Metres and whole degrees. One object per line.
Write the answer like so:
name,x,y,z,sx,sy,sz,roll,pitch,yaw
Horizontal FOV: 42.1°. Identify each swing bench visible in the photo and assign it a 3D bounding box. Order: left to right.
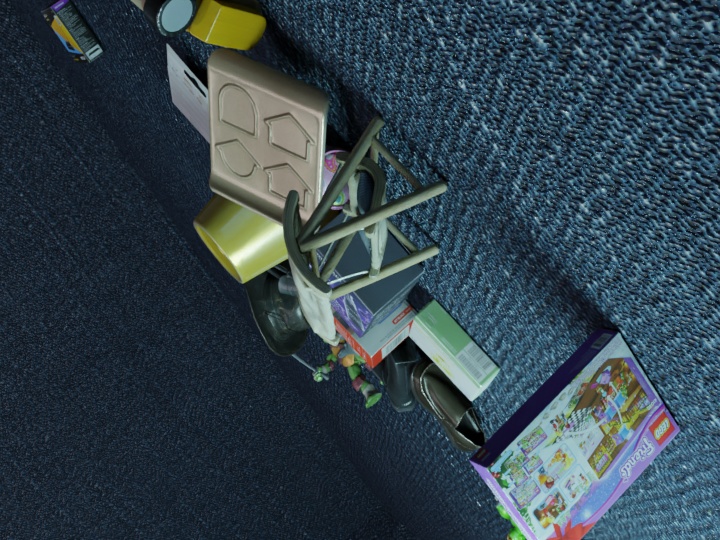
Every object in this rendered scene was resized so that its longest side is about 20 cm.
swing bench,-0.011,-0.040,1.129,0.130,0.200,0.199,45,166,15

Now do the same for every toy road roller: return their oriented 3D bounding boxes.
toy road roller,-0.188,-0.357,1.099,0.123,0.147,0.199,43,-158,25

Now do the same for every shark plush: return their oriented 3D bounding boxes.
shark plush,-0.014,0.114,1.713,0.082,0.092,0.200,15,169,-6

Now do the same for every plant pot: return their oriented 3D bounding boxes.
plant pot,-0.161,-0.087,1.526,0.201,0.189,0.201,46,167,14

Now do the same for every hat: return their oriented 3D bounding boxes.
hat,-0.129,0.054,1.746,0.080,0.202,0.202,-15,123,30

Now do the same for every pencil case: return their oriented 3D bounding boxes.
pencil case,-0.066,-0.134,1.324,0.088,0.087,0.200,54,167,-18

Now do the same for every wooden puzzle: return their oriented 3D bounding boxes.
wooden puzzle,-0.115,-0.166,1.197,0.184,0.046,0.202,26,129,23

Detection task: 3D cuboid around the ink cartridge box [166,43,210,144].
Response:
ink cartridge box,-0.272,-0.300,1.642,0.160,0.047,0.200,49,161,9

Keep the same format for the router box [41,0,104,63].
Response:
router box,-0.691,-0.573,2.243,0.150,0.051,0.200,58,165,-23

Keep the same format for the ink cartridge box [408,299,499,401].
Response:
ink cartridge box,0.139,0.137,1.459,0.146,0.048,0.200,47,164,13

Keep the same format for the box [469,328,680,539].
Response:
box,0.221,0.177,0.953,0.137,0.200,0.039,54,164,-16

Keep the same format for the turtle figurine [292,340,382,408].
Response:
turtle figurine,-0.034,0.187,1.955,0.193,0.144,0.200,40,168,21

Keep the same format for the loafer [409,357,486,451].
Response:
loafer,0.161,0.231,1.616,0.201,0.073,0.071,52,155,-19

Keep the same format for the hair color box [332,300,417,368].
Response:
hair color box,-0.008,0.048,1.556,0.200,0.111,0.064,45,165,19

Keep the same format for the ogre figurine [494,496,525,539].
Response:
ogre figurine,0.311,0.453,1.663,0.120,0.098,0.201,38,-166,-41

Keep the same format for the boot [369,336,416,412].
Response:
boot,0.055,0.148,1.713,0.166,0.065,0.201,59,169,31

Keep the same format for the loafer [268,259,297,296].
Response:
loafer,-0.112,0.020,1.656,0.200,0.070,0.068,42,165,33

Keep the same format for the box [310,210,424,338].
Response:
box,0.000,0.000,1.414,0.148,0.104,0.200,49,167,8
